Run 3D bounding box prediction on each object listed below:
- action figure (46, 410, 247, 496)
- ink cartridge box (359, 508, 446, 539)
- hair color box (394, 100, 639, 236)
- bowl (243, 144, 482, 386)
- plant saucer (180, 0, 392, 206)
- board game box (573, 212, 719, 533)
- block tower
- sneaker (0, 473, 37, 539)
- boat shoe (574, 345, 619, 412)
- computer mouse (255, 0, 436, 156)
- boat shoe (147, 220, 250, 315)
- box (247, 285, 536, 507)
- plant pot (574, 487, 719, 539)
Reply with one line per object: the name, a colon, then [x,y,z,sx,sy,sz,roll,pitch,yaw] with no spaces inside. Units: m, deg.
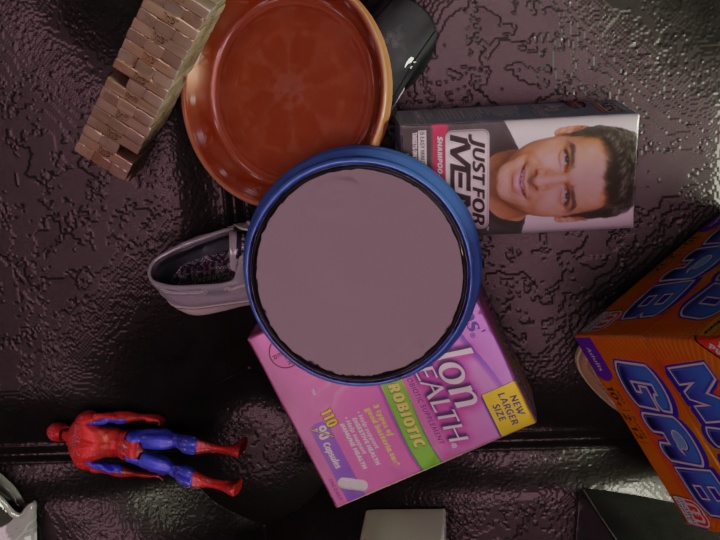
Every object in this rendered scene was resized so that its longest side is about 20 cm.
action figure: [-0.209,0.172,1.028,0.198,0.052,0.066,9,99,8]
ink cartridge box: [0.042,0.345,0.997,0.085,0.148,0.202,-1,103,5]
hair color box: [0.130,-0.086,0.910,0.198,0.061,0.100,-3,110,-3]
bowl: [0.000,0.000,0.873,0.199,0.039,0.202,1,103,6]
plant saucer: [-0.063,-0.154,0.915,0.199,0.032,0.202,3,97,24]
board game box: [0.337,0.076,0.841,0.199,0.200,0.201,-36,100,-19]
block tower: [-0.179,-0.167,0.911,0.058,0.054,0.201,31,121,-3]
sneaker: [-0.414,0.239,1.057,0.198,0.075,0.117,7,100,-7]
boat shoe: [0.280,0.127,0.964,0.200,0.065,0.072,40,104,-5]
computer mouse: [0.010,-0.129,0.934,0.140,0.046,0.200,44,103,-5]
boat shoe: [-0.096,-0.008,0.939,0.199,0.071,0.071,-15,65,20]
box: [0.031,0.084,0.960,0.199,0.097,0.177,-25,100,10]
plant pot: [0.302,0.326,0.955,0.176,0.200,0.202,0,104,-6]
